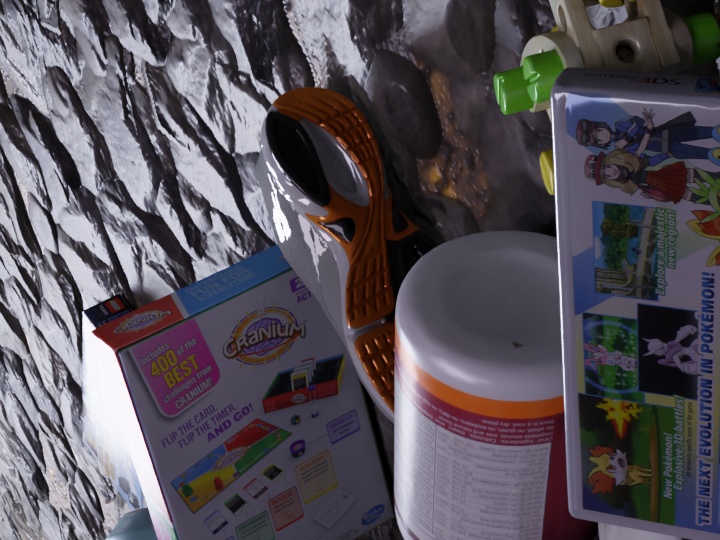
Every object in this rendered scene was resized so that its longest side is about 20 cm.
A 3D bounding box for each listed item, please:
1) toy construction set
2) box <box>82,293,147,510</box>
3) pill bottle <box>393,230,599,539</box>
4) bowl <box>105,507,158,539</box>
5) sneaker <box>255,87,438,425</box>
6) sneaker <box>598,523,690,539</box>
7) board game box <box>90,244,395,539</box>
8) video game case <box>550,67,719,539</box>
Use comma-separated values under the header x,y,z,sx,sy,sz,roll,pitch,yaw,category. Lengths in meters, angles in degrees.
x,y,z,sx,sy,sz,roll,pitch,yaw,category
0.073,-0.132,0.592,0.201,0.092,0.131,60,173,13,toy construction set
-0.188,0.133,1.294,0.137,0.040,0.201,49,149,26,box
0.070,0.089,0.750,0.109,0.109,0.201,38,143,37,pill bottle
-0.113,0.223,1.116,0.201,0.199,0.106,-29,70,62,bowl
0.000,0.000,0.847,0.202,0.075,0.092,67,160,9,sneaker
0.134,0.098,0.690,0.084,0.073,0.202,20,132,48,sneaker
-0.068,0.099,0.946,0.040,0.152,0.202,24,133,54,board game box
0.162,0.026,0.550,0.181,0.022,0.202,7,126,22,video game case
